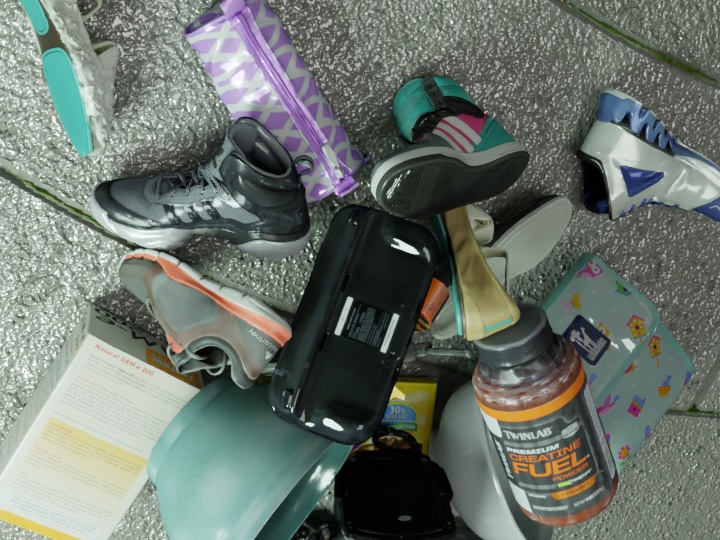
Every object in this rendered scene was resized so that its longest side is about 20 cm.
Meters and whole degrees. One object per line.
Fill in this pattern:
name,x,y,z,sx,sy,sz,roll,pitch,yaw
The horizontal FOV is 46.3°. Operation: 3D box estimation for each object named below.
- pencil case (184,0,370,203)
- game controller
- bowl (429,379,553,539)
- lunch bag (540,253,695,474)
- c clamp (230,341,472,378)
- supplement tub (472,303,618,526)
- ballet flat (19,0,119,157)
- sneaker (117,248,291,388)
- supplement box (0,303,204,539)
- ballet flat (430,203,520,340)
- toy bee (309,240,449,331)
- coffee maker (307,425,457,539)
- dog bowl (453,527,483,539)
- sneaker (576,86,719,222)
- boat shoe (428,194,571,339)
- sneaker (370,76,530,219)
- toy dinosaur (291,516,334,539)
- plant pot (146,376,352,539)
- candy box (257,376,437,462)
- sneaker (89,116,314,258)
pencil case,-0.073,-0.150,0.749,0.084,0.085,0.201,-38,116,-4
game controller,-0.005,0.044,0.728,0.103,0.042,0.203,21,81,3
bowl,0.135,0.211,0.920,0.089,0.202,0.203,-20,120,23
lunch bag,0.252,0.103,0.928,0.171,0.122,0.200,-48,120,-10
c clamp,-0.020,0.084,0.812,0.197,0.170,0.028,-4,86,-28
supplement tub,0.169,0.134,0.793,0.106,0.107,0.202,-27,113,-7
ballet flat,-0.234,-0.196,0.689,0.071,0.072,0.203,-20,115,-11
sneaker,-0.154,0.043,0.732,0.083,0.198,0.077,-61,144,-13
supplement box,-0.255,0.153,0.805,0.125,0.074,0.201,32,97,-26
ballet flat,0.106,-0.018,0.801,0.062,0.202,0.069,-12,139,3
toy bee,0.000,0.000,0.817,0.130,0.201,0.109,-35,154,-9
coffee maker,0.033,0.294,0.832,0.132,0.192,0.204,10,110,17
dog bowl,0.091,0.395,0.989,0.198,0.058,0.203,-22,124,-37
sneaker,0.304,-0.096,0.910,0.198,0.081,0.116,31,101,-19
boat shoe,0.135,-0.014,0.886,0.200,0.060,0.074,-44,136,2
sneaker,0.060,-0.122,0.779,0.198,0.121,0.084,-13,144,-45
toy dinosaur,-0.025,0.307,0.947,0.134,0.102,0.204,4,71,-35
plant pot,-0.113,0.186,0.785,0.133,0.200,0.202,36,97,13
candy box,-0.017,0.164,0.905,0.196,0.026,0.104,4,95,-17
sneaker,-0.135,-0.078,0.728,0.196,0.076,0.115,8,135,-6
